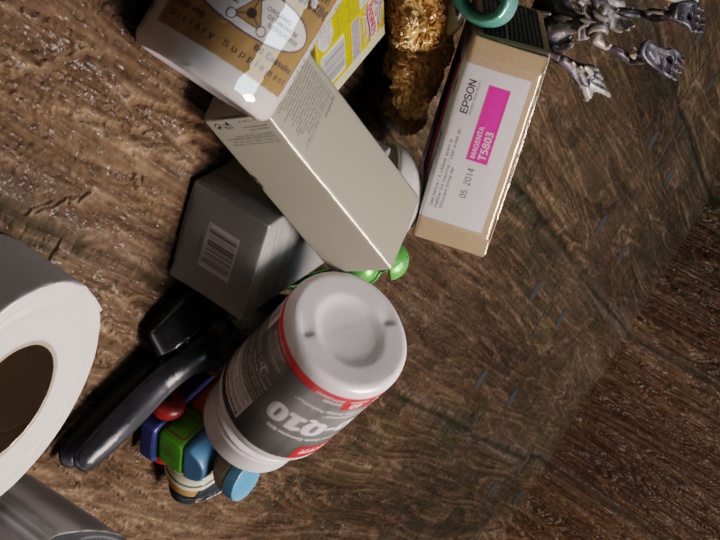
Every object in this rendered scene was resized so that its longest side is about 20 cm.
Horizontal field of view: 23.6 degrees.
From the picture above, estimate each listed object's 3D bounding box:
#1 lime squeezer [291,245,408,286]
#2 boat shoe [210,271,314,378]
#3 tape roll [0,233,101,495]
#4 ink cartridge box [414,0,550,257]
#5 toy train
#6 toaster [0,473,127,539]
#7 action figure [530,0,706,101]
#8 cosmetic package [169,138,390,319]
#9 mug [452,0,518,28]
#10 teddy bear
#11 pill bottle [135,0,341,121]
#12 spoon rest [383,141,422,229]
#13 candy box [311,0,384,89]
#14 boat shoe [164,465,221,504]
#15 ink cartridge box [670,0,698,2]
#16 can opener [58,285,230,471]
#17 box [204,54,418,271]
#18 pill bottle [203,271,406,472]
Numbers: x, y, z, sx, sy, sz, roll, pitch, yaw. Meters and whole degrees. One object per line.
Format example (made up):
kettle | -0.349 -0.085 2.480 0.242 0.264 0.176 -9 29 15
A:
lime squeezer | 0.000 0.000 1.538 0.070 0.038 0.199 -31 -170 -30
boat shoe | -0.076 0.042 1.630 0.199 0.072 0.065 -24 164 -50
tape roll | -0.272 0.076 1.208 0.203 0.071 0.203 -48 158 -27
ink cartridge box | 0.110 -0.139 1.605 0.165 0.074 0.201 -81 -172 -69
toy train | -0.106 0.125 1.625 0.200 0.115 0.085 -43 157 -37
toaster | -0.268 0.225 1.353 0.114 0.129 0.200 -58 160 3
action figure | 0.228 -0.226 1.671 0.102 0.199 0.120 34 74 -50
cosmetic package | -0.066 -0.053 1.505 0.200 0.090 0.107 -38 153 -52
mug | 0.119 -0.324 1.488 0.186 0.114 0.152 -57 159 -19
teddy bear | 0.063 -0.206 1.599 0.201 0.066 0.145 99 18 -47
pill bottle | -0.062 -0.218 1.215 0.201 0.114 0.114 -59 161 0
spoon rest | 0.020 -0.080 1.627 0.200 0.060 0.100 -105 -153 -77
candy box | -0.018 -0.230 1.442 0.103 0.026 0.201 -54 161 -24
boat shoe | -0.121 0.165 1.725 0.200 0.074 0.062 -37 158 -37
ink cartridge box | 0.235 -0.339 1.628 0.084 0.199 0.145 -65 162 -10
can opener | -0.187 0.098 1.494 0.200 0.079 0.063 -48 -162 -20
box | -0.036 -0.089 1.390 0.200 0.068 0.083 52 49 -38
pill bottle | -0.053 0.095 1.488 0.114 0.114 0.200 -41 177 -40
